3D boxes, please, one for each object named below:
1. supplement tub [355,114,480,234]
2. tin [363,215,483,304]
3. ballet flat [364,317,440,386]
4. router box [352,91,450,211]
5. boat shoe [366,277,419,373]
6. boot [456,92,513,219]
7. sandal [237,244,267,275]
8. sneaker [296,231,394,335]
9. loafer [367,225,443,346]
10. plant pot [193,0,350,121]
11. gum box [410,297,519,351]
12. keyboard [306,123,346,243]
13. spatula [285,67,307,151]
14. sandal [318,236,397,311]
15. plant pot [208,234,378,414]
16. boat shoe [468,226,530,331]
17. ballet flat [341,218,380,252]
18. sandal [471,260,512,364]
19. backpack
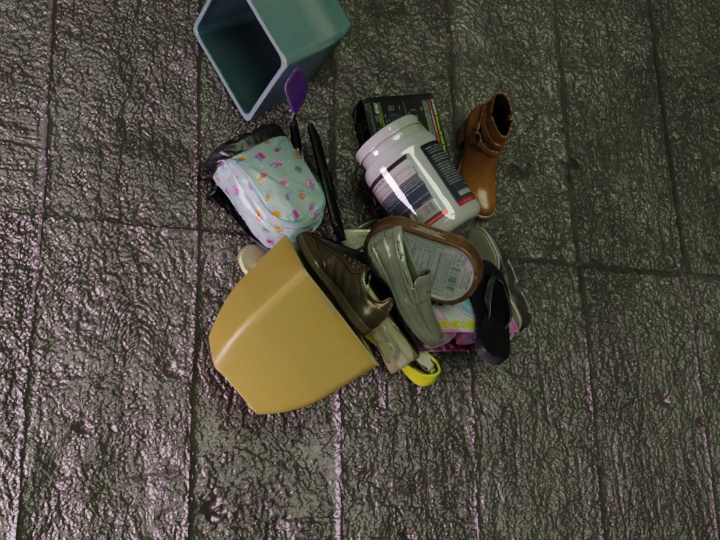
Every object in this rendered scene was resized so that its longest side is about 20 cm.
[{"bbox_3d":[0.095,-0.142,1.615,0.139,0.140,0.201,-30,83,-26],"label":"supplement tub"},{"bbox_3d":[0.099,-0.016,1.547,0.197,0.114,0.042,19,23,10],"label":"tin"},{"bbox_3d":[0.062,0.114,1.633,0.200,0.067,0.067,45,68,-2],"label":"ballet flat"},{"bbox_3d":[0.080,-0.216,1.748,0.148,0.062,0.203,-8,76,-21],"label":"router box"},{"bbox_3d":[0.018,0.073,1.570,0.065,0.072,0.201,-34,89,11],"label":"boat shoe"},{"bbox_3d":[0.237,-0.209,1.753,0.075,0.155,0.203,5,72,-19],"label":"boot"},{"bbox_3d":[-0.109,0.023,1.596,0.212,0.070,0.078,44,64,-3],"label":"sandal"},{"bbox_3d":[-0.023,0.006,1.521,0.075,0.070,0.201,-36,71,1],"label":"sneaker"},{"bbox_3d":[0.082,0.025,1.508,0.202,0.069,0.070,60,20,-12],"label":"loafer"},{"bbox_3d":[-0.136,-0.415,1.666,0.199,0.196,0.197,-29,85,-34],"label":"plant pot"},{"bbox_3d":[0.172,0.072,1.651,0.198,0.066,0.115,3,55,-35],"label":"gum box"},{"bbox_3d":[-0.057,-0.142,1.641,0.020,0.127,0.203,-15,72,6],"label":"keyboard"},{"bbox_3d":[-0.107,-0.256,1.613,0.020,0.201,0.057,21,60,9],"label":"spatula"},{"bbox_3d":[0.000,-0.001,1.631,0.198,0.043,0.077,31,100,14],"label":"sandal"},{"bbox_3d":[-0.123,0.101,1.483,0.199,0.194,0.196,-37,111,0],"label":"plant pot"},{"bbox_3d":[0.251,0.016,1.745,0.057,0.066,0.203,-15,82,-50],"label":"boat shoe"},{"bbox_3d":[0.058,-0.068,1.693,0.197,0.068,0.063,-13,65,-24],"label":"ballet flat"},{"bbox_3d":[0.225,0.064,1.602,0.075,0.043,0.202,19,47,-22],"label":"sandal"},{"bbox_3d":[-0.149,-0.132,1.597,0.166,0.127,0.201,-29,82,-25],"label":"backpack"}]
